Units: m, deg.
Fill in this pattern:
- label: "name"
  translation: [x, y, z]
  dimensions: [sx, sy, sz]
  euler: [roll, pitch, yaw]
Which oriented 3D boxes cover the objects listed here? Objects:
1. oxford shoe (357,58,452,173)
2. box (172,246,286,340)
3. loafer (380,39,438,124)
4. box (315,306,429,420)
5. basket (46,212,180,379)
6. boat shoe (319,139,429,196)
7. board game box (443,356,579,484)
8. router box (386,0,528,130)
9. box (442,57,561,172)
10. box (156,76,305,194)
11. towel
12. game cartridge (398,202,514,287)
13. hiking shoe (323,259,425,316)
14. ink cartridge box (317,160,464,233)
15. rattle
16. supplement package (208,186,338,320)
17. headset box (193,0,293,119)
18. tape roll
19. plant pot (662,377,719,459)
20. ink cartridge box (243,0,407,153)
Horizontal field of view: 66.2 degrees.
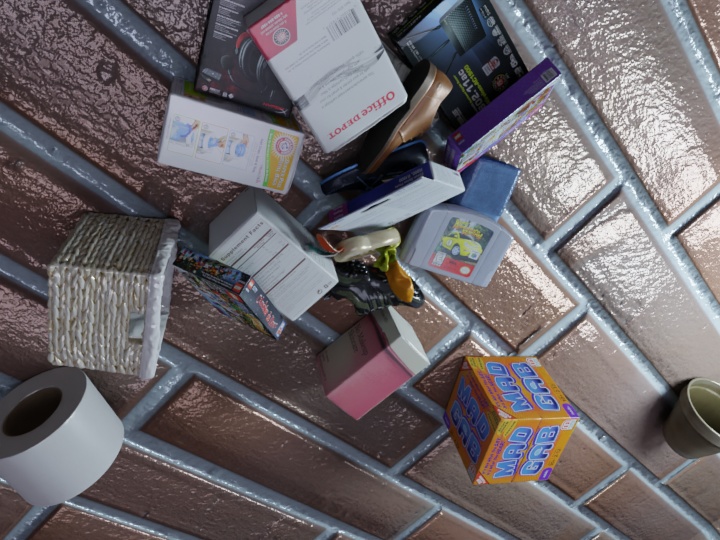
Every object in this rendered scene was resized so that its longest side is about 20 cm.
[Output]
- label: "oxford shoe"
  translation: [0.068, -0.221, 0.858]
  dimensions: [0.071, 0.072, 0.200]
  euler: [20, 127, -34]
- label: "box"
  translation: [-0.216, 0.044, 0.939]
  dimensions: [0.038, 0.135, 0.201]
  euler: [-60, 159, -19]
- label: "loafer"
  translation: [0.056, -0.305, 0.873]
  dimensions: [0.200, 0.069, 0.071]
  euler: [42, 60, -37]
- label: "box"
  translation: [0.021, 0.184, 1.137]
  dimensions: [0.199, 0.128, 0.109]
  euler: [-40, 122, 10]
- label: "basket"
  translation: [-0.389, 0.031, 0.890]
  dimensions: [0.158, 0.201, 0.200]
  euler: [9, 118, -14]
- label: "boat shoe"
  translation: [0.029, -0.162, 0.947]
  dimensions: [0.197, 0.084, 0.070]
  euler: [-21, 101, 0]
- label: "board game box"
  translation: [0.338, 0.342, 1.280]
  dimensions: [0.197, 0.201, 0.202]
  euler: [3, 121, -17]
- label: "router box"
  translation: [0.160, -0.347, 0.889]
  dimensions: [0.149, 0.062, 0.200]
  euler: [-39, 123, 11]
- label: "box"
  translation: [0.228, -0.249, 0.917]
  dimensions: [0.199, 0.137, 0.039]
  euler: [-38, 82, 0]
- label: "box"
  translation: [-0.198, -0.205, 0.844]
  dimensions: [0.197, 0.113, 0.102]
  euler: [12, 116, -22]
- label: "towel"
  translation: [0.216, -0.121, 1.053]
  dimensions: [0.110, 0.049, 0.202]
  euler: [13, 118, -18]
- label: "game cartridge"
  translation: [0.185, -0.051, 1.041]
  dimensions: [0.197, 0.041, 0.135]
  euler: [15, 113, -18]
- label: "hiking shoe"
  translation: [0.029, 0.045, 1.097]
  dimensions: [0.197, 0.076, 0.101]
  euler: [18, 123, -15]
- label: "ink cartridge box"
  translation: [0.051, -0.117, 0.906]
  dimensions: [0.194, 0.044, 0.199]
  euler: [-23, 170, 27]
- label: "rattle"
  translation: [0.000, 0.000, 0.963]
  dimensions: [0.128, 0.199, 0.145]
  euler: [0, 98, 29]
- label: "supplement package"
  translation: [-0.152, -0.031, 0.962]
  dimensions: [0.117, 0.117, 0.200]
  euler: [-40, 122, 13]
- label: "headset box"
  translation: [-0.147, -0.344, 0.796]
  dimensions: [0.147, 0.075, 0.202]
  euler: [11, 117, -22]
- label: "tape roll"
  translation: [-0.555, 0.297, 1.000]
  dimensions: [0.200, 0.203, 0.141]
  euler: [-20, 124, -3]
- label: "plant pot"
  translation: [0.946, 0.430, 1.532]
  dimensions: [0.197, 0.202, 0.175]
  euler: [2, 137, -17]
- label: "ink cartridge box"
  translation: [-0.045, -0.291, 0.763]
  dimensions: [0.144, 0.084, 0.201]
  euler: [-33, 126, 4]
